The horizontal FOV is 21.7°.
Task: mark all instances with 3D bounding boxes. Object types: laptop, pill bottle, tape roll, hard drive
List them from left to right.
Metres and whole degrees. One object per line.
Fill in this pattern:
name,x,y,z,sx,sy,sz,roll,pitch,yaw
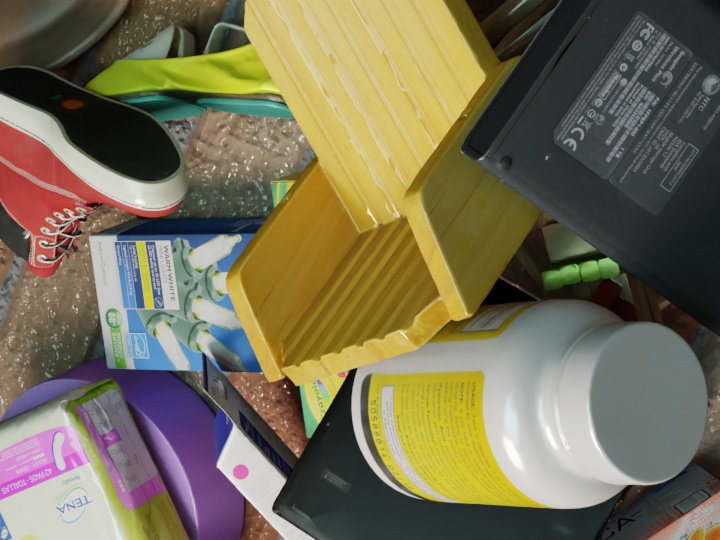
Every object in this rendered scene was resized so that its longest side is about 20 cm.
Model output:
tape roll,-0.188,0.171,1.439,0.199,0.066,0.202,9,109,28
laptop,0.084,0.116,1.183,0.187,0.116,0.201,31,90,21
pill bottle,0.090,0.072,1.019,0.200,0.111,0.112,-7,101,58
hard drive,0.168,-0.065,0.981,0.199,0.033,0.140,33,95,-26

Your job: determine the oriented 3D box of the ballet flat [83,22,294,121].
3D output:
ballet flat,-0.113,-0.139,1.313,0.199,0.067,0.068,1,83,34

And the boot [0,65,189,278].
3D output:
boot,-0.191,-0.045,1.314,0.199,0.072,0.145,29,127,38

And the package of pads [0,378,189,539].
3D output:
package of pads,-0.203,0.193,1.376,0.154,0.068,0.201,-23,92,35

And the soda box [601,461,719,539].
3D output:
soda box,0.155,0.206,1.175,0.199,0.064,0.069,-32,103,-4

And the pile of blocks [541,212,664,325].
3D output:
pile of blocks,0.134,-0.040,1.037,0.082,0.062,0.201,13,106,23

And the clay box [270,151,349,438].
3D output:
clay box,0.000,0.000,1.247,0.047,0.115,0.201,0,103,36

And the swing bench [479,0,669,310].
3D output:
swing bench,0.163,-0.092,1.116,0.200,0.130,0.199,-42,80,32

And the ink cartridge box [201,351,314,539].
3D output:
ink cartridge box,-0.054,0.149,1.298,0.037,0.095,0.200,-38,103,4

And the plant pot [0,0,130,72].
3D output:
plant pot,-0.278,-0.247,1.317,0.200,0.200,0.175,-38,66,33

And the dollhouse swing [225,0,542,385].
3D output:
dollhouse swing,-0.015,-0.069,1.058,0.176,0.182,0.200,47,146,-17

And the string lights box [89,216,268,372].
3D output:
string lights box,-0.093,0.016,1.341,0.199,0.059,0.104,-1,103,31
